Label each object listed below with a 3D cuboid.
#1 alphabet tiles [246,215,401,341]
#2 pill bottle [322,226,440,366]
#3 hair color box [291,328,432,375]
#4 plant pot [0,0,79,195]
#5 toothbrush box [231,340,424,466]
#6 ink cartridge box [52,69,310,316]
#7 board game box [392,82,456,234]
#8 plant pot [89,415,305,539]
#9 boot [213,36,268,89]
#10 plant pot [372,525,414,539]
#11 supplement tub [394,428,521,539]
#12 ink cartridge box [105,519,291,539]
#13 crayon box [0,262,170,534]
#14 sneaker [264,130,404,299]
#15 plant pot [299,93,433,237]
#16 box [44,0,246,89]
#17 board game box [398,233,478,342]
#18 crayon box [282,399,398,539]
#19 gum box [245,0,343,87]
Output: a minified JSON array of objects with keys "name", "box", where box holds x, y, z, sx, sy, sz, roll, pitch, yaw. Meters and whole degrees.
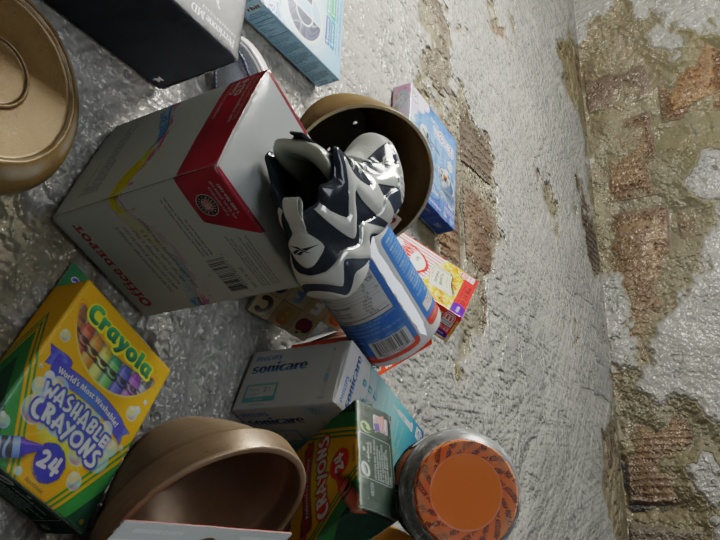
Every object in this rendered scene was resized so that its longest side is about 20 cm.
[{"name":"alphabet tiles","box":[-0.043,-0.009,0.927,0.166,0.201,0.006,34,9,-39]},{"name":"pill bottle","box":[0.000,0.000,0.863,0.201,0.111,0.113,58,36,-20]},{"name":"hair color box","box":[0.008,0.101,1.039,0.199,0.110,0.065,-20,97,-61]},{"name":"plant pot","box":[-0.313,-0.166,0.639,0.199,0.027,0.203,25,61,-56]},{"name":"toothbrush box","box":[-0.033,0.181,0.908,0.201,0.145,0.086,56,38,-37]},{"name":"ink cartridge box","box":[-0.151,-0.067,0.722,0.146,0.197,0.146,57,35,-36]},{"name":"board game box","box":[0.117,-0.201,1.387,0.200,0.043,0.202,37,49,-50]},{"name":"plant pot","box":[-0.156,0.201,0.696,0.200,0.201,0.093,35,12,-51]},{"name":"boot","box":[-0.143,-0.174,0.891,0.090,0.072,0.203,-37,114,-64]},{"name":"plant pot","box":[0.012,0.422,0.892,0.184,0.198,0.201,-56,130,-31]},{"name":"supplement tub","box":[0.094,0.228,0.781,0.200,0.120,0.125,95,-6,-76]},{"name":"ink cartridge box","box":[-0.177,0.255,0.620,0.044,0.174,0.199,46,10,37]},{"name":"crayon box","box":[-0.245,0.102,0.655,0.126,0.051,0.201,58,36,-35]},{"name":"sneaker","box":[-0.023,-0.088,0.670,0.201,0.078,0.130,-63,145,-36]},{"name":"plant pot","box":[-0.020,-0.155,0.998,0.188,0.185,0.201,60,3,-31]},{"name":"box","box":[-0.216,-0.331,0.766,0.200,0.122,0.200,34,55,-52]},{"name":"board game box","box":[0.065,0.004,1.090,0.199,0.047,0.152,33,25,4]},{"name":"crayon box","box":[-0.044,0.245,0.799,0.050,0.200,0.128,27,35,-25]},{"name":"gum box","box":[-0.094,-0.387,1.071,0.199,0.044,0.173,32,55,-54]}]
